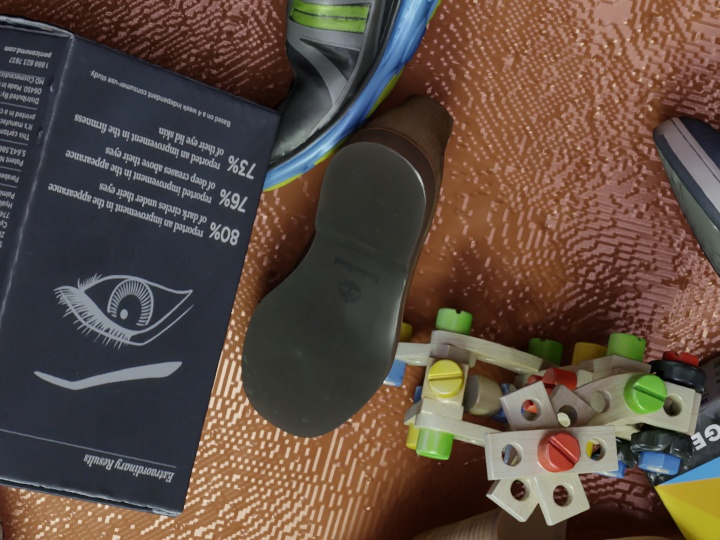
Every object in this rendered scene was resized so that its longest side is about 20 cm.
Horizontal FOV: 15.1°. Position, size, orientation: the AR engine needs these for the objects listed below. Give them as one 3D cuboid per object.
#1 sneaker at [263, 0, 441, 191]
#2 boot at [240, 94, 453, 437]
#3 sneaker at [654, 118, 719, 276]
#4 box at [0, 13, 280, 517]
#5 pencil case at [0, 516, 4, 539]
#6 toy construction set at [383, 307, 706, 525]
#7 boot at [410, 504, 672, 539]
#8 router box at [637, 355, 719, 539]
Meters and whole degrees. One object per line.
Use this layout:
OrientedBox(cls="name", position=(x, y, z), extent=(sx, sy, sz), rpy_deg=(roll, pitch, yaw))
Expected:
OrientedBox(cls="sneaker", position=(-0.008, -0.129, 1.290), extent=(0.082, 0.071, 0.200), rpy_deg=(29, 107, 2))
OrientedBox(cls="boot", position=(0.000, 0.000, 1.335), extent=(0.073, 0.076, 0.201), rpy_deg=(29, 129, 5))
OrientedBox(cls="sneaker", position=(0.241, -0.031, 1.280), extent=(0.146, 0.203, 0.077), rpy_deg=(-35, 142, -5))
OrientedBox(cls="box", position=(-0.139, -0.001, 1.240), extent=(0.148, 0.104, 0.201), rpy_deg=(19, 85, -50))
OrientedBox(cls="pencil case", position=(-0.209, 0.212, 1.402), extent=(0.077, 0.089, 0.201), rpy_deg=(-19, 114, -25))
OrientedBox(cls="toy construction set", position=(0.086, 0.064, 1.302), extent=(0.130, 0.200, 0.093), rpy_deg=(16, 93, -17))
OrientedBox(cls="boot", position=(0.093, 0.184, 1.386), extent=(0.199, 0.074, 0.154), rpy_deg=(31, 142, -23))
OrientedBox(cls="router box", position=(0.254, 0.089, 1.383), extent=(0.199, 0.051, 0.150), rpy_deg=(-30, 111, 9))
